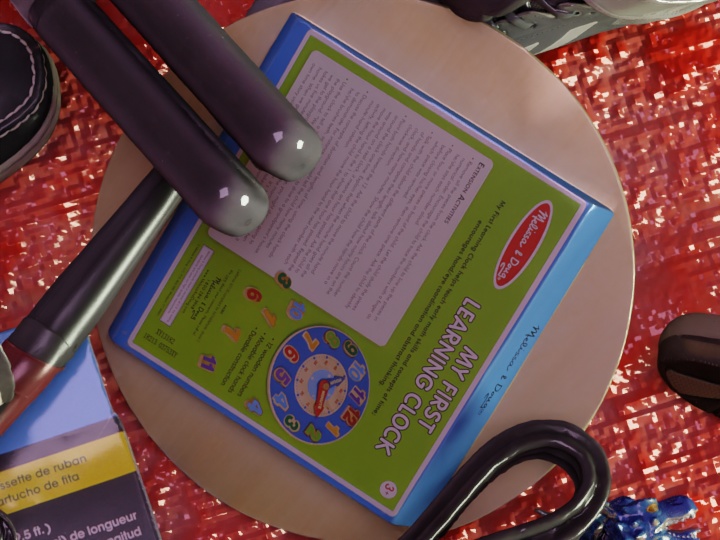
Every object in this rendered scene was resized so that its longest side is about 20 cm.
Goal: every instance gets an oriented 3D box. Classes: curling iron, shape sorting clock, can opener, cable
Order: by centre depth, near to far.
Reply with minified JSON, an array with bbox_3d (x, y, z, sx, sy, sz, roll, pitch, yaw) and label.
[{"bbox_3d":[0.003,0.121,0.806,0.097,0.050,0.200,33,57,12],"label":"cable"},{"bbox_3d":[-0.106,0.038,0.812,0.049,0.026,0.201,32,70,-12],"label":"curling iron"},{"bbox_3d":[-0.082,-0.089,0.842,0.053,0.067,0.200,-45,64,7],"label":"can opener"},{"bbox_3d":[0.000,0.000,0.858,0.199,0.039,0.201,1,96,11],"label":"shape sorting clock"}]

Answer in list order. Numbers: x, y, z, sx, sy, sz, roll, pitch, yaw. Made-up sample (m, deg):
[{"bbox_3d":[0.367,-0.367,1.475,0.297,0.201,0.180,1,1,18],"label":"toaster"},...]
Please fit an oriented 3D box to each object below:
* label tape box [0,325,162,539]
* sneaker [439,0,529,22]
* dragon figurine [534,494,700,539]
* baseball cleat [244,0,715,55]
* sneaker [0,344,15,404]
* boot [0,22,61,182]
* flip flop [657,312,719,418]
[{"bbox_3d":[-0.132,0.133,0.828,0.144,0.063,0.201,-18,75,-8],"label":"label tape box"},{"bbox_3d":[0.005,-0.169,0.843,0.076,0.091,0.200,-45,44,-3],"label":"sneaker"},{"bbox_3d":[0.044,0.154,0.846,0.199,0.059,0.100,-28,83,-13],"label":"dragon figurine"},{"bbox_3d":[0.052,-0.109,0.867,0.199,0.106,0.070,-18,93,-6],"label":"baseball cleat"},{"bbox_3d":[-0.217,0.031,0.776,0.199,0.077,0.089,7,38,28],"label":"sneaker"},{"bbox_3d":[-0.208,-0.069,0.807,0.202,0.154,0.074,-11,69,-6],"label":"boot"},{"bbox_3d":[0.210,0.040,0.881,0.199,0.081,0.058,14,65,2],"label":"flip flop"}]
